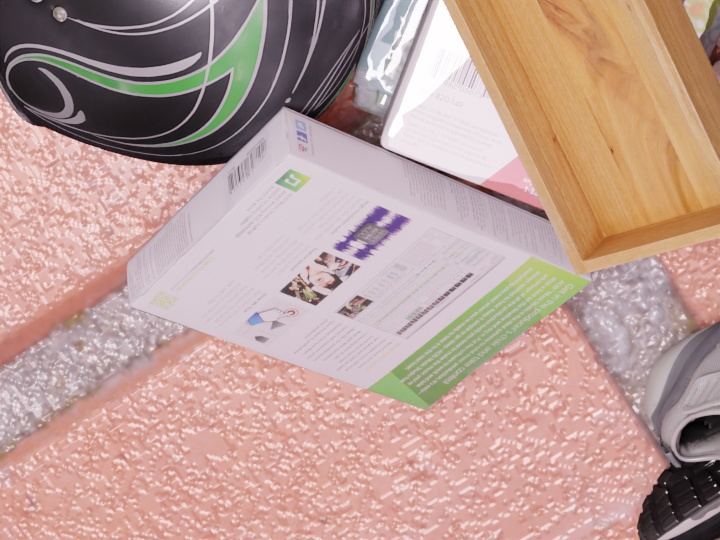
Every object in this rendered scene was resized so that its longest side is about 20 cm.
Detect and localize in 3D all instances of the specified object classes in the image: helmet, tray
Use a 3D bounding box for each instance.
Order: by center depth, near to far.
[{"bbox_3d":[0.105,-0.102,0.990,0.098,0.037,0.201,-16,107,39],"label":"tray"},{"bbox_3d":[-0.081,-0.151,1.064,0.190,0.200,0.201,-2,105,13],"label":"helmet"}]

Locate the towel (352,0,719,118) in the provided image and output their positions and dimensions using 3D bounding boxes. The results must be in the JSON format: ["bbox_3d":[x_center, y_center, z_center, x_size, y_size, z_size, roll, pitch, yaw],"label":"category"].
[{"bbox_3d":[0.104,-0.146,1.113,0.171,0.048,0.201,24,106,-3],"label":"towel"}]

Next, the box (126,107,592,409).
[{"bbox_3d":[0.000,0.000,1.103,0.200,0.036,0.144,23,135,-31],"label":"box"}]

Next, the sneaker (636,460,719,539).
[{"bbox_3d":[0.250,0.113,1.171,0.200,0.076,0.088,-37,105,12],"label":"sneaker"}]

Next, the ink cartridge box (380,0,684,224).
[{"bbox_3d":[0.098,-0.139,1.055,0.116,0.068,0.201,21,106,-3],"label":"ink cartridge box"}]

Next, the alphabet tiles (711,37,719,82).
[{"bbox_3d":[0.142,-0.144,1.139,0.195,0.015,0.201,7,105,5],"label":"alphabet tiles"}]

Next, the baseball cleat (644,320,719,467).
[{"bbox_3d":[0.239,0.034,1.132,0.070,0.107,0.200,37,109,-20],"label":"baseball cleat"}]
